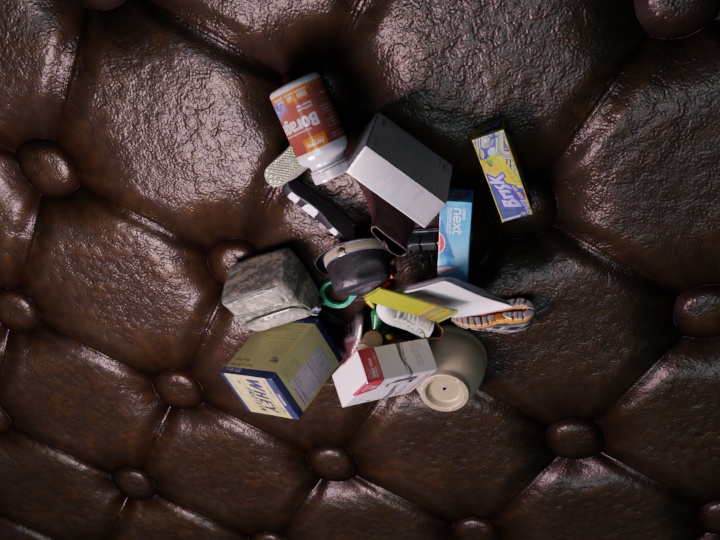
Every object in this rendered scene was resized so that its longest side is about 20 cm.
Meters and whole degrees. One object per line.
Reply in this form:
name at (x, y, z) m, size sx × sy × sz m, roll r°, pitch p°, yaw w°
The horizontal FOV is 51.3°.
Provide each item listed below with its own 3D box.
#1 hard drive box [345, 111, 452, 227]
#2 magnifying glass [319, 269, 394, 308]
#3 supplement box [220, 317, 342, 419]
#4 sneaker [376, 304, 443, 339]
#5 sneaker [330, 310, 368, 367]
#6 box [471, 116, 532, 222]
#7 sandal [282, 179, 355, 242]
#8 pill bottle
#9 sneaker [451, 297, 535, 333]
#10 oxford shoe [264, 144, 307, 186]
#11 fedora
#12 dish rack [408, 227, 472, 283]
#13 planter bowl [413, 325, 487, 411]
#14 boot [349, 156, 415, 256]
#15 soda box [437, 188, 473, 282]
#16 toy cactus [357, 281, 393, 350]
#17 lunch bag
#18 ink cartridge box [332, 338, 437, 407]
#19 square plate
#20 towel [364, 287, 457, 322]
hard drive box at (0.083, -0.206, 1.518) m, size 0.199 × 0.157 × 0.077 m, roll 35°, pitch 126°, yaw -12°
magnifying glass at (-0.010, 0.037, 1.792) m, size 0.198 × 0.023 × 0.080 m, roll -22°, pitch 118°, yaw 24°
supplement box at (-0.189, 0.230, 1.816) m, size 0.198 × 0.200 × 0.135 m, roll -2°, pitch 129°, yaw 43°
sneaker at (0.123, 0.108, 1.735) m, size 0.199 × 0.074 × 0.084 m, roll 27°, pitch 170°, yaw -42°
sneaker at (-0.050, 0.173, 1.865) m, size 0.114 × 0.076 × 0.202 m, roll 15°, pitch 127°, yaw 5°
box at (0.292, -0.203, 1.533) m, size 0.069 × 0.065 × 0.202 m, roll -15°, pitch 121°, yaw 21°
sandal at (-0.091, -0.126, 1.667) m, size 0.199 × 0.076 × 0.043 m, roll 41°, pitch 122°, yaw -4°
pill bottle at (-0.093, -0.281, 1.499) m, size 0.111 × 0.112 × 0.203 m, roll -20°, pitch 102°, yaw 24°
sneaker at (0.309, 0.115, 1.750) m, size 0.197 × 0.079 × 0.078 m, roll 0°, pitch 145°, yaw 20°
oxford shoe at (-0.119, -0.249, 1.596) m, size 0.199 × 0.058 × 0.076 m, roll -34°, pitch 95°, yaw 14°
fedora at (0.000, 0.000, 1.670) m, size 0.197 × 0.093 × 0.201 m, roll -8°, pitch 159°, yaw -3°
dish rack at (0.184, 0.001, 1.707) m, size 0.151 × 0.055 × 0.202 m, roll -1°, pitch 126°, yaw 14°
planter bowl at (0.208, 0.255, 1.829) m, size 0.196 × 0.136 × 0.203 m, roll 6°, pitch 126°, yaw 8°
boot at (0.041, -0.140, 1.566) m, size 0.200 × 0.167 × 0.072 m, roll 42°, pitch 122°, yaw -18°
soda box at (0.200, -0.067, 1.588) m, size 0.067 × 0.064 × 0.203 m, roll 4°, pitch 120°, yaw 10°
toy cactus at (0.039, 0.140, 1.775) m, size 0.101 × 0.165 × 0.203 m, roll 19°, pitch 124°, yaw 24°
lunch bag at (-0.204, 0.059, 1.784) m, size 0.197 × 0.141 × 0.168 m, roll -18°, pitch 135°, yaw 23°
ink cartridge box at (0.057, 0.235, 1.730) m, size 0.197 × 0.084 × 0.147 m, roll -6°, pitch 153°, yaw -31°
square plate at (0.196, 0.057, 1.631) m, size 0.198 × 0.029 × 0.197 m, roll 19°, pitch 159°, yaw -30°
towel at (0.112, 0.074, 1.657) m, size 0.197 × 0.018 × 0.086 m, roll 17°, pitch 155°, yaw -21°
